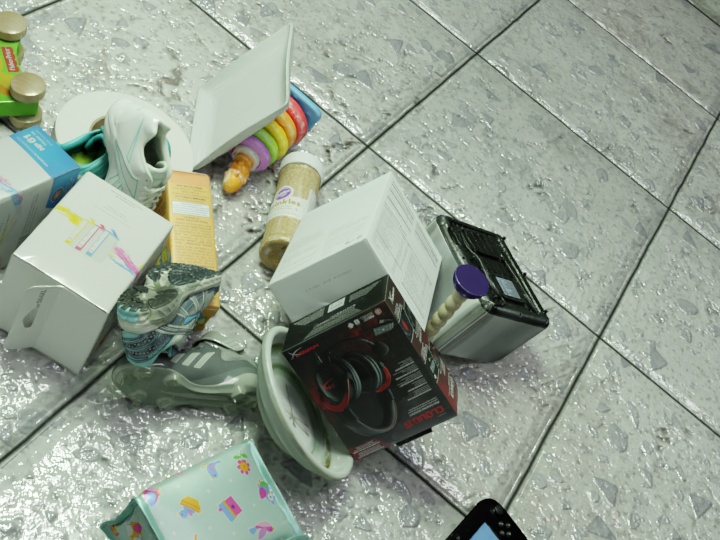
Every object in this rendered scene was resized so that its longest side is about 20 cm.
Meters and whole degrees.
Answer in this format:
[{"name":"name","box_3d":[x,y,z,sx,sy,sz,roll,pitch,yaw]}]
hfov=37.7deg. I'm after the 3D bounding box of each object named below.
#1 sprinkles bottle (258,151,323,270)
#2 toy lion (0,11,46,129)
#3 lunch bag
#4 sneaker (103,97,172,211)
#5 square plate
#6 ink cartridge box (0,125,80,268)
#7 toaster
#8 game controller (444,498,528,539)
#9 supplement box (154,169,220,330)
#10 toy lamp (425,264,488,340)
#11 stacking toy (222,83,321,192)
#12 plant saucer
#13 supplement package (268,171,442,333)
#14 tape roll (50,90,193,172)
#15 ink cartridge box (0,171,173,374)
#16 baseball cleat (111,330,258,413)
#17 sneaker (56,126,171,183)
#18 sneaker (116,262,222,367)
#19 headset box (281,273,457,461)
[{"name":"sprinkles bottle","box_3d":[-0.098,-0.087,1.533,0.068,0.068,0.201,23,42,-14]},{"name":"toy lion","box_3d":[-0.530,-0.259,1.411,0.190,0.069,0.201,-6,55,-29]},{"name":"lunch bag","box_3d":[-0.144,0.304,1.092,0.170,0.122,0.201,-18,72,-46]},{"name":"sneaker","box_3d":[-0.281,-0.110,1.332,0.080,0.202,0.070,21,30,29]},{"name":"square plate","box_3d":[-0.171,-0.252,1.557,0.028,0.199,0.199,40,33,-35]},{"name":"ink cartridge box","box_3d":[-0.439,-0.065,1.216,0.085,0.145,0.200,42,41,9]},{"name":"toaster","box_3d":[0.159,0.027,1.539,0.199,0.119,0.182,14,41,-50]},{"name":"game controller","box_3d":[0.141,0.365,1.290,0.104,0.042,0.200,45,42,10]},{"name":"supplement box","box_3d":[-0.227,-0.028,1.363,0.068,0.067,0.202,5,59,-29]},{"name":"toy lamp","box_3d":[0.099,0.075,1.413,0.058,0.200,0.059,17,44,-18]},{"name":"stacking toy","box_3d":[-0.156,-0.188,1.580,0.109,0.116,0.201,37,54,-10]},{"name":"plant saucer","box_3d":[-0.078,0.167,1.281,0.201,0.050,0.201,56,16,-26]},{"name":"supplement package","box_3d":[0.000,0.000,1.393,0.151,0.151,0.200,57,24,-20]},{"name":"tape roll","box_3d":[-0.330,-0.166,1.470,0.201,0.037,0.204,19,44,-20]},{"name":"ink cartridge box","box_3d":[-0.331,0.010,1.234,0.125,0.129,0.201,31,41,-5]},{"name":"baseball cleat","box_3d":[-0.210,0.118,1.272,0.199,0.070,0.107,18,37,-35]},{"name":"sneaker","box_3d":[-0.323,-0.146,1.369,0.199,0.080,0.078,-23,67,-45]},{"name":"sneaker","box_3d":[-0.224,0.049,1.225,0.077,0.087,0.200,11,19,16]},{"name":"headset box","box_3d":[0.020,0.129,1.293,0.201,0.148,0.075,58,17,-20]}]
